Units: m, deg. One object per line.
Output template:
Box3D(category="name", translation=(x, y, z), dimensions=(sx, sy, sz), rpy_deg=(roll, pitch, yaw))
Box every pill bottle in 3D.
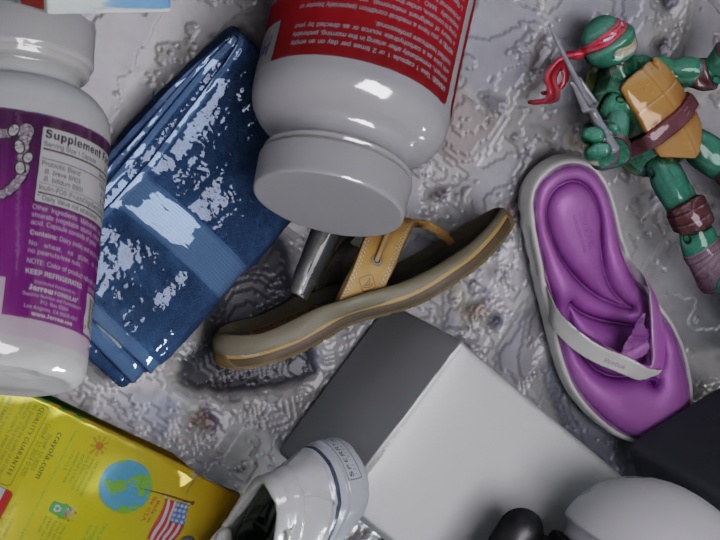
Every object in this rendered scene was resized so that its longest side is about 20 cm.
Box3D(category="pill bottle", translation=(0.003, -0.126, 1.417), dimensions=(0.112, 0.112, 0.201), rpy_deg=(22, 67, -23))
Box3D(category="pill bottle", translation=(-0.193, -0.040, 1.375), dimensions=(0.112, 0.112, 0.201), rpy_deg=(10, 76, -22))

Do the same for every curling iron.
Box3D(category="curling iron", translation=(0.009, -0.071, 1.481), dimensions=(0.050, 0.025, 0.201), rpy_deg=(45, 64, -47))

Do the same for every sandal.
Box3D(category="sandal", translation=(0.000, 0.000, 1.500), dimensions=(0.199, 0.080, 0.054), rpy_deg=(-22, 99, -11))
Box3D(category="sandal", translation=(0.152, 0.026, 1.573), dimensions=(0.082, 0.050, 0.203), rpy_deg=(-32, 111, -12))

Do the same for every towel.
Box3D(category="towel", translation=(-0.102, -0.035, 1.464), dimensions=(0.112, 0.049, 0.200), rpy_deg=(44, 83, -23))

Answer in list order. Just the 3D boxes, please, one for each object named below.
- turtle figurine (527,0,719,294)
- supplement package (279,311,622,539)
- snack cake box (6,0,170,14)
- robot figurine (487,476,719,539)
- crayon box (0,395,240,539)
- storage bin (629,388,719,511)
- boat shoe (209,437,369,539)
Box3D(category="turtle figurine", translation=(0.188, -0.092, 1.536), dimensions=(0.150, 0.101, 0.200), rpy_deg=(-40, 107, -16))
Box3D(category="supplement package", translation=(0.072, 0.132, 1.527), dimensions=(0.200, 0.117, 0.117), rpy_deg=(40, 86, -24))
Box3D(category="snack cake box", translation=(-0.159, -0.198, 1.328), dimensions=(0.067, 0.200, 0.116), rpy_deg=(-4, 102, -21))
Box3D(category="robot figurine", translation=(0.139, 0.213, 1.441), dimensions=(0.150, 0.125, 0.200), rpy_deg=(30, 90, -47))
Box3D(category="crayon box", translation=(-0.185, 0.139, 1.464), dimensions=(0.200, 0.051, 0.127), rpy_deg=(28, 89, -23))
Box3D(category="storage bin", translation=(0.243, 0.164, 1.554), dimensions=(0.145, 0.200, 0.135), rpy_deg=(-30, 109, -13))
Box3D(category="boat shoe", translation=(-0.061, 0.164, 1.461), dimensions=(0.067, 0.074, 0.200), rpy_deg=(-13, 144, -32))
